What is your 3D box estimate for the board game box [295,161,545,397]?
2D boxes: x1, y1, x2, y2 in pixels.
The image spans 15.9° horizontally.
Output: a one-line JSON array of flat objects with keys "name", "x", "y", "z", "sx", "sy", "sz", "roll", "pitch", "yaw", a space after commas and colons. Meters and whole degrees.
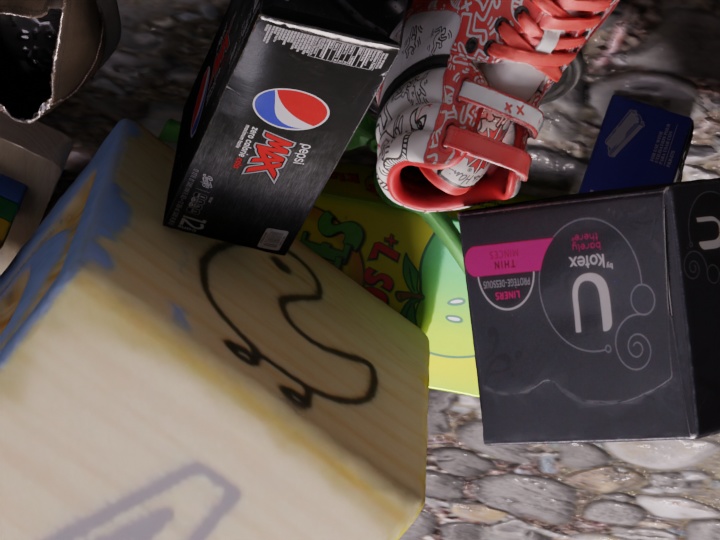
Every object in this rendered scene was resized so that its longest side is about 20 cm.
[{"name": "board game box", "x": 0.000, "y": 0.000, "z": 1.352, "sx": 0.199, "sy": 0.048, "sz": 0.102, "roll": 10, "pitch": 117, "yaw": -1}]

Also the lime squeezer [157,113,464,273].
[{"name": "lime squeezer", "x": -0.001, "y": -0.043, "z": 1.283, "sx": 0.199, "sy": 0.071, "sz": 0.038, "roll": 29, "pitch": -161, "yaw": -3}]

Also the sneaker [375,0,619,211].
[{"name": "sneaker", "x": 0.074, "y": -0.095, "z": 1.061, "sx": 0.067, "sy": 0.108, "sz": 0.201, "roll": 20, "pitch": 148, "yaw": -29}]

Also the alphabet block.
[{"name": "alphabet block", "x": -0.100, "y": 0.082, "z": 1.263, "sx": 0.200, "sy": 0.196, "sz": 0.197, "roll": 36, "pitch": 112, "yaw": -13}]

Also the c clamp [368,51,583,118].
[{"name": "c clamp", "x": 0.001, "y": -0.119, "z": 1.175, "sx": 0.170, "sy": 0.027, "sz": 0.200, "roll": -13, "pitch": 147, "yaw": 34}]

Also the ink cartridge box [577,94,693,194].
[{"name": "ink cartridge box", "x": 0.125, "y": 0.000, "z": 1.300, "sx": 0.044, "sy": 0.094, "sz": 0.200, "roll": 18, "pitch": 158, "yaw": 8}]

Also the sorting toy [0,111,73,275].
[{"name": "sorting toy", "x": -0.272, "y": -0.037, "z": 1.357, "sx": 0.198, "sy": 0.070, "sz": 0.200, "roll": 24, "pitch": 150, "yaw": -7}]

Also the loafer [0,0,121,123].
[{"name": "loafer", "x": -0.149, "y": -0.139, "z": 1.092, "sx": 0.073, "sy": 0.072, "sz": 0.200, "roll": 2, "pitch": 142, "yaw": 18}]

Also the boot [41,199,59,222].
[{"name": "boot", "x": -0.145, "y": 0.021, "z": 1.480, "sx": 0.199, "sy": 0.064, "sz": 0.187, "roll": -13, "pitch": 124, "yaw": 38}]

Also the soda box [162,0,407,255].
[{"name": "soda box", "x": -0.034, "y": -0.084, "z": 1.142, "sx": 0.063, "sy": 0.071, "sz": 0.200, "roll": 14, "pitch": 152, "yaw": -11}]

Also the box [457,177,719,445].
[{"name": "box", "x": 0.155, "y": 0.013, "z": 1.129, "sx": 0.122, "sy": 0.107, "sz": 0.199, "roll": -7, "pitch": 180, "yaw": 45}]
